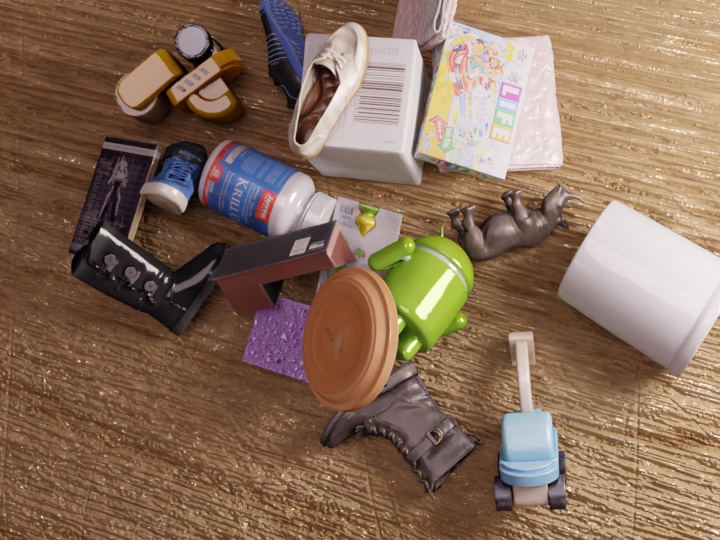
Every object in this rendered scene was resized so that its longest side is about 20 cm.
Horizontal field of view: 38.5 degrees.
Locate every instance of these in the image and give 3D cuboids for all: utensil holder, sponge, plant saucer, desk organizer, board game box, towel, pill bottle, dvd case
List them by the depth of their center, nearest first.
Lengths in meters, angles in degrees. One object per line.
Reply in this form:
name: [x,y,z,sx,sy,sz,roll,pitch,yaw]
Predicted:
utensil holder: [0.396,0.021,1.422,0.199,0.170,0.171,33,89,18]
plant saucer: [-0.023,0.095,1.449,0.199,0.032,0.204,-17,68,48]
board game box: [0.164,-0.242,1.488,0.132,0.034,0.203,15,81,-8]
desk organizer: [-0.111,-0.002,1.529,0.197,0.078,0.072,-14,35,25]
towel: [0.203,-0.249,1.538,0.187,0.032,0.204,-3,82,-7]
towel: [0.102,-0.423,1.549,0.032,0.191,0.203,16,83,-19]
sponge: [-0.080,0.110,1.553,0.197,0.030,0.113,15,85,27]
pill bottle: [-0.138,-0.112,1.579,0.198,0.112,0.114,25,87,13]
dvd case: [-0.392,-0.111,1.649,0.147,0.016,0.203,13,85,42]

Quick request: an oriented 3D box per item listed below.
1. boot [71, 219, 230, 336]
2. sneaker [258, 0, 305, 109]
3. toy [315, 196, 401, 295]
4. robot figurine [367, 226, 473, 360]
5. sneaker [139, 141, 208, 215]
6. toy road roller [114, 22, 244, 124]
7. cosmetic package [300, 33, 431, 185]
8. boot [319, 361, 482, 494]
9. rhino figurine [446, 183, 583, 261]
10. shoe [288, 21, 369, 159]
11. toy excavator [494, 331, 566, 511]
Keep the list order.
boot: [-0.318,-0.017,1.575,0.199,0.066,0.166,34,89,-20]
sneaker: [-0.124,-0.347,1.637,0.078,0.069,0.202,-46,55,35]
toy: [0.000,0.000,1.559,0.114,0.047,0.203,17,103,27]
robot figurine: [0.087,0.035,1.483,0.176,0.115,0.201,51,63,-26]
sneaker: [-0.278,-0.149,1.574,0.076,0.200,0.113,23,86,-5]
toy road roller: [-0.272,-0.281,1.633,0.199,0.123,0.147,-36,87,4]
cosmetic package: [0.009,-0.234,1.522,0.162,0.200,0.168,6,82,11]
boot: [0.057,0.250,1.505,0.199,0.069,0.175,-37,75,2]
rhino figurine: [0.232,-0.074,1.521,0.197,0.060,0.089,-17,98,8]
shoe: [-0.044,-0.248,1.403,0.069,0.053,0.203,22,86,13]
toy excavator: [0.236,0.209,1.449,0.098,0.195,0.203,-3,109,11]
